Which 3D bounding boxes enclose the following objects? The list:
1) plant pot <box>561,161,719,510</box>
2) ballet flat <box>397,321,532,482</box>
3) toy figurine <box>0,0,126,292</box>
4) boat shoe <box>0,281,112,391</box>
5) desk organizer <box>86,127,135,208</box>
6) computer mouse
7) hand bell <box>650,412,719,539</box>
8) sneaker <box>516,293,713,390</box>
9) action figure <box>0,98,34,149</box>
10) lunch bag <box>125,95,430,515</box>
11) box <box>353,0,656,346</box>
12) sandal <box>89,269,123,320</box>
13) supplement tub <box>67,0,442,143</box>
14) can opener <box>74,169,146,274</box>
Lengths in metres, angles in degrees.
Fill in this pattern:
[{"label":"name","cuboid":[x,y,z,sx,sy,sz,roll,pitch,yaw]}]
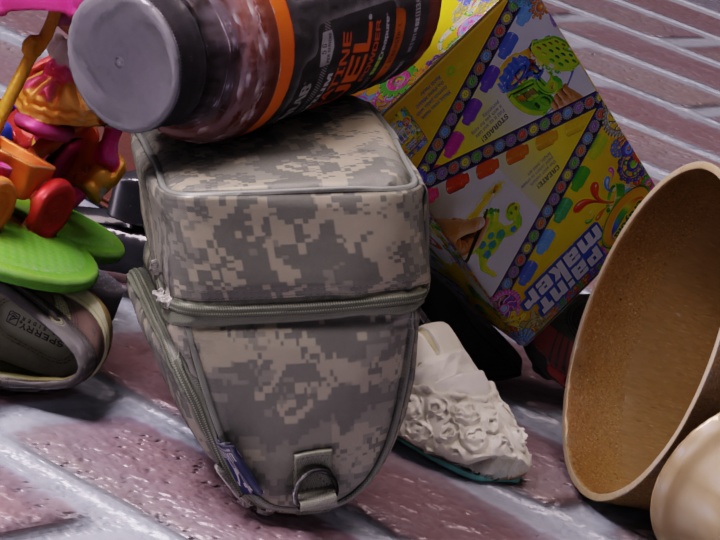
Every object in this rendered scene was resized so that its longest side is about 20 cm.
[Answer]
[{"label":"plant pot","cuboid":[0.237,0.062,1.604,0.200,0.187,0.186,20,13,-18]},{"label":"ballet flat","cuboid":[0.016,0.049,1.626,0.072,0.072,0.200,-2,23,-46]},{"label":"toy figurine","cuboid":[-0.157,-0.102,1.548,0.150,0.184,0.200,30,13,26]},{"label":"boat shoe","cuboid":[-0.224,0.013,1.520,0.200,0.072,0.066,18,8,-3]},{"label":"desk organizer","cuboid":[-0.087,-0.053,1.867,0.072,0.077,0.200,-2,22,-44]},{"label":"computer mouse","cuboid":[0.000,0.000,1.723,0.200,0.046,0.140,45,-9,-28]},{"label":"hand bell","cuboid":[0.229,0.160,1.434,0.104,0.104,0.200,5,31,-30]},{"label":"sneaker","cuboid":[0.192,0.042,1.725,0.200,0.098,0.071,15,56,1]},{"label":"action figure","cuboid":[-0.216,-0.079,1.681,0.065,0.052,0.200,36,9,29]},{"label":"lunch bag","cuboid":[-0.042,0.015,1.497,0.139,0.168,0.200,-6,17,-9]},{"label":"box","cuboid":[0.037,-0.091,1.710,0.200,0.122,0.193,34,-15,49]},{"label":"sandal","cuboid":[-0.216,0.006,1.625,0.200,0.043,0.076,16,13,-37]},{"label":"supplement tub","cuboid":[-0.054,-0.124,1.486,0.107,0.107,0.200,23,29,30]},{"label":"can opener","cuboid":[-0.165,-0.022,1.729,0.199,0.079,0.063,1,8,-1]}]
